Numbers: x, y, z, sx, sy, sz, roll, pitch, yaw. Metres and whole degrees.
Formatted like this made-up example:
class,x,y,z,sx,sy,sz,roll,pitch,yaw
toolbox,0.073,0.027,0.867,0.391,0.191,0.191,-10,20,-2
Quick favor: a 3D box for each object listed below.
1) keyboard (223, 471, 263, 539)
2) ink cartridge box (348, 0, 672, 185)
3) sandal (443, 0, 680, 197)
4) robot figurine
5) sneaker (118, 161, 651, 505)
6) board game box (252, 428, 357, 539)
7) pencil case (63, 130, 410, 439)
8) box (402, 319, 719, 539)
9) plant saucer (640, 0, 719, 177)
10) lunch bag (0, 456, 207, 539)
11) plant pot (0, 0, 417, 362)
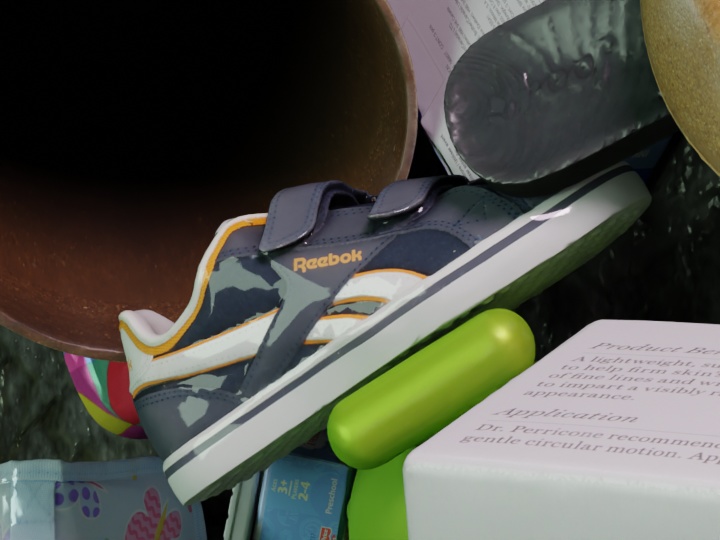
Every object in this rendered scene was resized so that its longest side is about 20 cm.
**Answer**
class,x,y,z,sx,sy,sz,roll,pitch,yaw
keyboard,-0.050,0.120,1.051,0.056,0.011,0.201,100,180,-74
ink cartridge box,0.069,-0.113,1.018,0.200,0.076,0.137,-60,42,34
sandal,0.114,-0.089,0.894,0.200,0.048,0.076,-33,62,11
robot figurine,0.071,0.090,0.964,0.176,0.116,0.200,56,160,-16
sneaker,0.000,0.000,0.972,0.200,0.078,0.080,-32,80,16
board game box,-0.028,0.146,1.124,0.151,0.036,0.201,-66,-12,-76
pencil case,-0.051,0.005,1.192,0.200,0.088,0.089,-31,64,51
box,0.132,0.128,0.775,0.198,0.131,0.201,3,108,31
plant saucer,0.165,-0.108,0.820,0.199,0.035,0.201,-12,66,28
lunch bag,-0.123,0.168,1.214,0.200,0.126,0.171,94,172,-82
plant pot,-0.089,-0.095,1.078,0.200,0.186,0.188,-111,35,-59
